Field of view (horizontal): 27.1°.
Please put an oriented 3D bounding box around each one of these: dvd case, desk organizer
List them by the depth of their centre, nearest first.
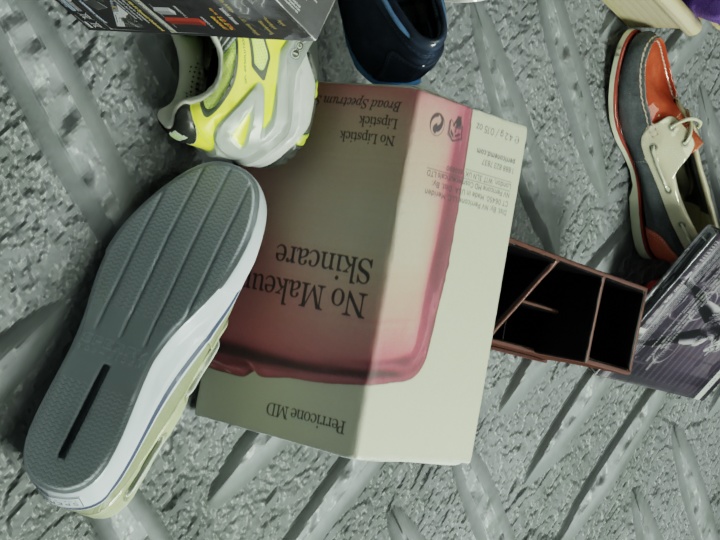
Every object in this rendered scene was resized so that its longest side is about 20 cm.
[{"bbox_3d":[0.115,0.023,1.034,0.200,0.077,0.072,16,85,-51],"label":"desk organizer"},{"bbox_3d":[0.285,0.040,1.236,0.200,0.016,0.149,16,117,-50],"label":"dvd case"}]

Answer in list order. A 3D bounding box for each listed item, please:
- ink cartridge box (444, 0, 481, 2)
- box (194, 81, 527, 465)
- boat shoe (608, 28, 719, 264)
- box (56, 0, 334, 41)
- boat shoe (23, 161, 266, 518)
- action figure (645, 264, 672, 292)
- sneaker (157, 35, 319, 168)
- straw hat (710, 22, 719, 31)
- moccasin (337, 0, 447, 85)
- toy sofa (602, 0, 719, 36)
[{"bbox_3d":[0.067,-0.273,0.909,0.145,0.084,0.201,-25,115,-46],"label":"ink cartridge box"},{"bbox_3d":[0.000,0.000,0.849,0.109,0.128,0.201,11,88,-51],"label":"box"},{"bbox_3d":[0.243,-0.095,1.180,0.071,0.062,0.201,-35,122,-39],"label":"boat shoe"},{"bbox_3d":[-0.121,-0.175,0.643,0.200,0.157,0.050,41,67,-46],"label":"box"},{"bbox_3d":[-0.110,0.035,0.783,0.200,0.072,0.062,-61,162,-18],"label":"boat shoe"},{"bbox_3d":[0.311,-0.008,1.292,0.200,0.052,0.066,-21,108,-42],"label":"action figure"},{"bbox_3d":[-0.061,-0.157,0.788,0.076,0.075,0.201,3,88,-38],"label":"sneaker"},{"bbox_3d":[0.352,-0.297,1.252,0.201,0.085,0.202,-14,109,-48],"label":"straw hat"},{"bbox_3d":[0.013,-0.203,0.819,0.080,0.068,0.201,-19,87,-26],"label":"moccasin"},{"bbox_3d":[0.251,-0.284,1.123,0.083,0.097,0.201,28,76,-50],"label":"toy sofa"}]
